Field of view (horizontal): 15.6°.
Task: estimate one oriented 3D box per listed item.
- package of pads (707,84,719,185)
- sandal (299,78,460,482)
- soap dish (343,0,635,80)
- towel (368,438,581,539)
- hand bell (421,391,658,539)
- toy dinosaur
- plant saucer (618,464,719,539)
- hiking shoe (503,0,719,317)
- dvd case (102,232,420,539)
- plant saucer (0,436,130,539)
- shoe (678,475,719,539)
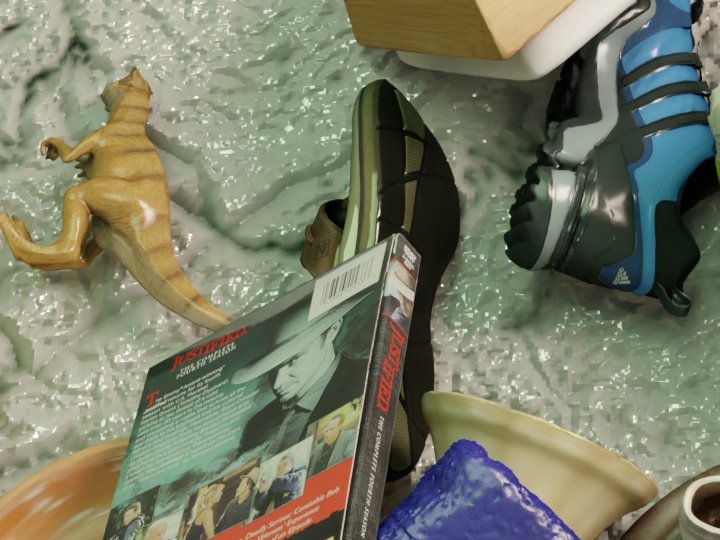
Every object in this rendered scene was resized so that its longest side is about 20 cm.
[{"bbox_3d":[0.255,-0.069,1.052,0.200,0.068,0.154,-35,42,-18],"label":"package of pads"},{"bbox_3d":[-0.001,0.000,1.169,0.057,0.080,0.201,-11,54,29],"label":"sandal"},{"bbox_3d":[0.076,-0.162,1.187,0.157,0.081,0.200,-41,17,-9],"label":"soap dish"},{"bbox_3d":[0.025,0.180,1.006,0.148,0.050,0.200,43,92,-2],"label":"towel"},{"bbox_3d":[0.035,0.160,1.055,0.104,0.104,0.200,17,76,27],"label":"hand bell"},{"bbox_3d":[-0.110,-0.024,1.229,0.106,0.060,0.200,-23,54,1],"label":"toy dinosaur"},{"bbox_3d":[0.176,0.148,1.034,0.200,0.037,0.201,-9,56,14],"label":"plant saucer"},{"bbox_3d":[0.129,-0.066,1.183,0.087,0.074,0.200,24,57,-2],"label":"hiking shoe"},{"bbox_3d":[-0.046,0.083,1.057,0.146,0.022,0.200,-29,32,29],"label":"dvd case"},{"bbox_3d":[-0.094,0.164,1.114,0.200,0.037,0.200,-9,55,13],"label":"plant saucer"},{"bbox_3d":[0.214,0.109,0.990,0.200,0.053,0.070,6,60,22],"label":"shoe"}]
